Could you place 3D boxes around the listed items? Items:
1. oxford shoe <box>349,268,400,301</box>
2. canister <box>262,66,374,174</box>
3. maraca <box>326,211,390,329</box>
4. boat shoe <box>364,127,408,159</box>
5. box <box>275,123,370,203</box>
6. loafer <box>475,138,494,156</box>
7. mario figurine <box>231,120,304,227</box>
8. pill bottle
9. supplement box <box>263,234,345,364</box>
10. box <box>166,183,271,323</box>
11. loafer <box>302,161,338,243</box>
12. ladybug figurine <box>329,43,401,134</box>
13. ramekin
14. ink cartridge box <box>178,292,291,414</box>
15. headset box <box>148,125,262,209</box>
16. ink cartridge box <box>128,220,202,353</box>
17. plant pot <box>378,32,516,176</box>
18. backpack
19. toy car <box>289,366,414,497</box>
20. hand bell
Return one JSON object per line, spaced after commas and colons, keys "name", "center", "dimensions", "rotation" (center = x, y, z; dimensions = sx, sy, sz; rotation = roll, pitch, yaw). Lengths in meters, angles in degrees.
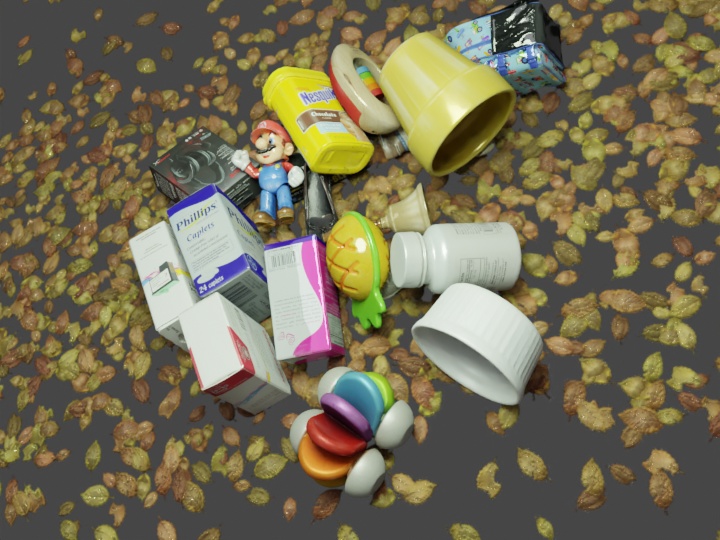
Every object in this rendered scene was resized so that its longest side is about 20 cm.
{"name": "oxford shoe", "center": [0.064, -0.001, 1.320], "dimensions": [0.197, 0.058, 0.076], "rotation": [-23, 67, 9]}
{"name": "canister", "center": [-0.077, -0.277, 1.385], "dimensions": [0.087, 0.147, 0.201], "rotation": [-52, 58, 36]}
{"name": "maraca", "center": [0.000, 0.000, 1.267], "dimensions": [0.105, 0.137, 0.203], "rotation": [-11, 87, -24]}
{"name": "boat shoe", "center": [0.025, -0.300, 1.452], "dimensions": [0.072, 0.072, 0.201], "rotation": [-35, 62, 1]}
{"name": "box", "center": [-0.096, -0.237, 1.476], "dimensions": [0.198, 0.049, 0.162], "rotation": [-24, 65, 6]}
{"name": "loafer", "center": [0.188, -0.301, 1.404], "dimensions": [0.075, 0.068, 0.202], "rotation": [-29, 62, 3]}
{"name": "mario figurine", "center": [-0.175, -0.189, 1.389], "dimensions": [0.121, 0.106, 0.203], "rotation": [-2, 74, -17]}
{"name": "pill bottle", "center": [0.155, -0.020, 1.227], "dimensions": [0.197, 0.115, 0.116], "rotation": [-2, 63, -14]}
{"name": "supplement box", "center": [-0.098, 0.054, 1.300], "dimensions": [0.100, 0.103, 0.203], "rotation": [-11, 75, 12]}
{"name": "box", "center": [-0.238, -0.024, 1.350], "dimensions": [0.104, 0.184, 0.202], "rotation": [-31, 62, 4]}
{"name": "loafer", "center": [-0.077, -0.109, 1.379], "dimensions": [0.071, 0.063, 0.203], "rotation": [-12, 81, 7]}
{"name": "ladybug figurine", "center": [0.003, -0.331, 1.374], "dimensions": [0.072, 0.135, 0.202], "rotation": [-41, 71, 36]}
{"name": "ramekin", "center": [0.187, 0.111, 1.158], "dimensions": [0.199, 0.201, 0.098], "rotation": [30, 71, 26]}
{"name": "ink cartridge box", "center": [-0.211, 0.146, 1.260], "dimensions": [0.085, 0.200, 0.149], "rotation": [-28, 62, 4]}
{"name": "headset box", "center": [-0.297, -0.181, 1.477], "dimensions": [0.199, 0.078, 0.149], "rotation": [34, 62, 28]}
{"name": "ink cartridge box", "center": [-0.337, 0.034, 1.378], "dimensions": [0.083, 0.145, 0.202], "rotation": [-28, 62, 3]}
{"name": "plant pot", "center": [0.137, -0.300, 1.284], "dimensions": [0.200, 0.201, 0.190], "rotation": [-38, 74, -2]}
{"name": "backpack", "center": [0.261, -0.398, 1.367], "dimensions": [0.197, 0.182, 0.137], "rotation": [-8, 81, 29]}
{"name": "toy car", "center": [-0.024, 0.248, 1.186], "dimensions": [0.174, 0.150, 0.201], "rotation": [29, 78, 26]}
{"name": "hand bell", "center": [0.028, -0.080, 1.334], "dimensions": [0.197, 0.104, 0.106], "rotation": [-15, 64, 8]}
